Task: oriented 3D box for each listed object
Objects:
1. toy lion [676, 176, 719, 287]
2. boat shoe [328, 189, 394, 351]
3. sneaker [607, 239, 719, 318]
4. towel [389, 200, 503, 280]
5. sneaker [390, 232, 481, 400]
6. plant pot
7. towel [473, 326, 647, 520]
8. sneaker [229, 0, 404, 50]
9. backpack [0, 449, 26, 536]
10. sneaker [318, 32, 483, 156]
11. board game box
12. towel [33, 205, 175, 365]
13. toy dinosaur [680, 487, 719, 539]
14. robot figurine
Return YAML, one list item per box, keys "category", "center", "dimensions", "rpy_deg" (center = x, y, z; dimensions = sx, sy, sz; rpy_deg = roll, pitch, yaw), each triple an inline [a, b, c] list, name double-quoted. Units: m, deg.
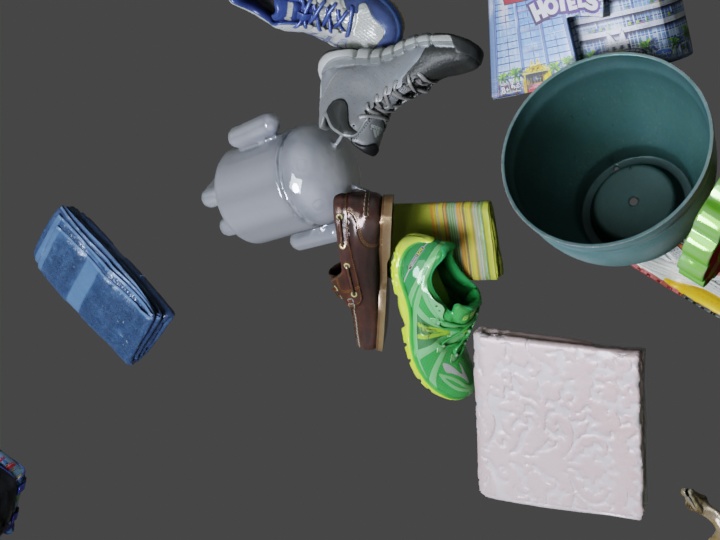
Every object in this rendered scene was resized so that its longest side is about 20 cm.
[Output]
- category: "toy lion"
  center: [0.354, -0.085, 1.474]
  dimensions: [0.068, 0.191, 0.201]
  rpy_deg: [32, 123, 19]
- category: "boat shoe"
  center: [0.000, 0.000, 1.784]
  dimensions: [0.070, 0.071, 0.201]
  rpy_deg: [1, 122, 1]
- category: "sneaker"
  center: [0.324, -0.017, 1.609]
  dimensions: [0.199, 0.078, 0.083]
  rpy_deg: [32, 96, 25]
- category: "towel"
  center: [0.064, -0.034, 1.802]
  dimensions: [0.199, 0.018, 0.087]
  rpy_deg: [1, 105, 34]
- category: "sneaker"
  center: [0.091, 0.055, 1.767]
  dimensions: [0.083, 0.074, 0.201]
  rpy_deg: [1, 120, 38]
- category: "plant pot"
  center: [0.248, -0.087, 1.551]
  dimensions: [0.199, 0.134, 0.202]
  rpy_deg: [-10, 63, 20]
- category: "towel"
  center: [0.213, 0.163, 1.754]
  dimensions: [0.190, 0.032, 0.201]
  rpy_deg: [5, 112, 23]
- category: "sneaker"
  center: [-0.051, -0.272, 1.740]
  dimensions: [0.199, 0.088, 0.076]
  rpy_deg: [21, 117, 24]
- category: "backpack"
  center: [-0.575, 0.342, 2.303]
  dimensions: [0.182, 0.134, 0.201]
  rpy_deg: [29, 121, 21]
- category: "sneaker"
  center: [0.038, -0.175, 1.697]
  dimensions: [0.199, 0.075, 0.116]
  rpy_deg: [-4, 71, 38]
- category: "board game box"
  center: [0.200, -0.283, 1.583]
  dimensions: [0.199, 0.062, 0.201]
  rpy_deg: [-7, 105, 36]
- category: "towel"
  center: [-0.330, 0.020, 2.067]
  dimensions: [0.200, 0.048, 0.112]
  rpy_deg: [45, 127, 11]
- category: "toy dinosaur"
  center: [0.401, 0.309, 1.697]
  dimensions: [0.101, 0.058, 0.201]
  rpy_deg: [-21, 88, 52]
- category: "robot figurine"
  center: [-0.082, -0.097, 1.812]
  dimensions: [0.199, 0.113, 0.170]
  rpy_deg: [-13, 122, 37]
